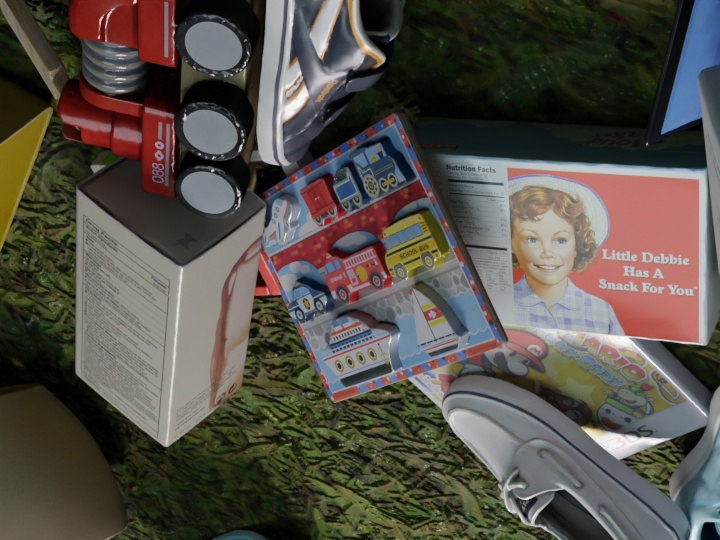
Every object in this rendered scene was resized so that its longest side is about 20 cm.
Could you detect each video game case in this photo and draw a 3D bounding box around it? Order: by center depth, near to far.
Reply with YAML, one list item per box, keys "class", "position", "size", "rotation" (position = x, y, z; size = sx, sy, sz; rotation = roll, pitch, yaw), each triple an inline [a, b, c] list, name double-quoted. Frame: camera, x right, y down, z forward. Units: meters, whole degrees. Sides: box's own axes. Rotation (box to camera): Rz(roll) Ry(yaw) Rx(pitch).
- class: "video game case"
  position: [0.122, 0.067, 1.053]
  size: [0.200, 0.023, 0.182]
  rotation: [43, 135, -16]

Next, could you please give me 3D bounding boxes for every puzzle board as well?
- class: "puzzle board"
  position: [0.000, 0.000, 0.945]
  size: [0.200, 0.017, 0.151]
  rotation: [-25, 90, 56]

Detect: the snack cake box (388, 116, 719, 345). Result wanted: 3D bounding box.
- class: "snack cake box"
  position: [0.120, -0.028, 0.909]
  size: [0.199, 0.067, 0.116]
  rotation: [6, 116, 23]

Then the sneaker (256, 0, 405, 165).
- class: "sneaker"
  position: [-0.018, -0.131, 0.891]
  size: [0.079, 0.079, 0.200]
  rotation: [12, 143, 1]

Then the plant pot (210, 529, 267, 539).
- class: "plant pot"
  position: [-0.081, 0.374, 1.344]
  size: [0.200, 0.201, 0.196]
  rotation: [-23, 125, 41]

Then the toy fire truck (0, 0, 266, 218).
- class: "toy fire truck"
  position: [-0.153, -0.147, 0.932]
  size: [0.199, 0.129, 0.177]
  rotation: [11, 136, 3]

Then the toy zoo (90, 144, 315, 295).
- class: "toy zoo"
  position: [-0.084, -0.037, 1.058]
  size: [0.199, 0.021, 0.132]
  rotation: [-2, 130, 30]

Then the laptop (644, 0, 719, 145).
- class: "laptop"
  position: [0.262, -0.132, 0.726]
  size: [0.199, 0.103, 0.178]
  rotation: [17, 137, 12]

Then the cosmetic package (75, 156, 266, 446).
- class: "cosmetic package"
  position: [-0.137, 0.016, 1.042]
  size: [0.103, 0.087, 0.200]
  rotation: [37, 142, 19]

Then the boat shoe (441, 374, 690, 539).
- class: "boat shoe"
  position: [0.132, 0.147, 1.032]
  size: [0.200, 0.065, 0.074]
  rotation: [31, 141, 21]

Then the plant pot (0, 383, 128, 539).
- class: "plant pot"
  position: [-0.311, 0.172, 1.281]
  size: [0.199, 0.200, 0.135]
  rotation: [-8, 92, 33]

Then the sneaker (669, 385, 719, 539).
- class: "sneaker"
  position: [0.265, 0.137, 0.991]
  size: [0.073, 0.082, 0.200]
  rotation: [0, 142, -7]

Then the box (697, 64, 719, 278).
- class: "box"
  position: [0.286, 0.002, 0.716]
  size: [0.199, 0.200, 0.172]
  rotation: [-13, 136, 6]

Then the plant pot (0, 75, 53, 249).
- class: "plant pot"
  position: [-0.370, -0.066, 1.064]
  size: [0.176, 0.200, 0.200]
  rotation: [40, 138, 3]
